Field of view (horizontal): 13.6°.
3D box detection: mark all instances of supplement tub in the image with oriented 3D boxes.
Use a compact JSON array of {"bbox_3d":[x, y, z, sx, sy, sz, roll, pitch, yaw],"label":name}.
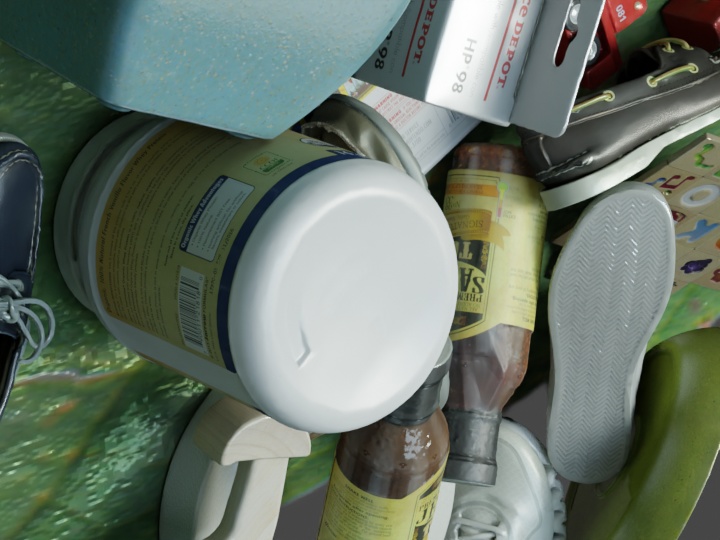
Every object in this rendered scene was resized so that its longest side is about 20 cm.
[{"bbox_3d":[-0.060,-0.006,1.601,0.144,0.200,0.145,-14,113,-36],"label":"supplement tub"}]

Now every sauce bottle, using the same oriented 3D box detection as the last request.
[{"bbox_3d":[0.015,0.111,1.696,0.064,0.065,0.201,-25,145,-32],"label":"sauce bottle"},{"bbox_3d":[0.073,0.026,1.788,0.066,0.066,0.201,13,80,-42],"label":"sauce bottle"}]

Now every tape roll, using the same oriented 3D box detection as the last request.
[{"bbox_3d":[-0.028,0.136,1.784,0.202,0.037,0.204,-14,113,-36],"label":"tape roll"}]

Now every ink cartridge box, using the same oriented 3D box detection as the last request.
[{"bbox_3d":[0.038,-0.150,1.607,0.066,0.200,0.117,13,96,-40],"label":"ink cartridge box"}]

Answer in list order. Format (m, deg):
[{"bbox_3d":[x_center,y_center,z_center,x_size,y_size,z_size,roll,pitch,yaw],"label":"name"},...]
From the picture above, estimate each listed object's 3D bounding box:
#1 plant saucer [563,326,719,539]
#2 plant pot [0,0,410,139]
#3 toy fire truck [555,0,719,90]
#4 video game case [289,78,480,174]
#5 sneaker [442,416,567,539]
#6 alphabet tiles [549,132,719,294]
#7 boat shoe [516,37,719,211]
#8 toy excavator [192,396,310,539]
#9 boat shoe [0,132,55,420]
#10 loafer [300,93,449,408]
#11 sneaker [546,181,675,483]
[{"bbox_3d":[0.170,0.120,1.863,0.031,0.200,0.201,26,86,-10],"label":"plant saucer"},{"bbox_3d":[-0.085,-0.182,1.538,0.195,0.196,0.201,11,103,-42],"label":"plant pot"},{"bbox_3d":[0.159,-0.185,1.828,0.141,0.049,0.201,-37,125,-25],"label":"toy fire truck"},{"bbox_3d":[0.001,-0.128,1.733,0.200,0.023,0.183,-43,127,-20],"label":"video game case"},{"bbox_3d":[0.076,0.190,1.853,0.081,0.075,0.201,-14,113,-54],"label":"sneaker"},{"bbox_3d":[0.218,-0.034,1.858,0.166,0.200,0.006,14,53,-42],"label":"alphabet tiles"},{"bbox_3d":[0.176,-0.104,1.792,0.201,0.072,0.061,-31,97,-33],"label":"boat shoe"},{"bbox_3d":[-0.105,0.186,1.678,0.199,0.100,0.195,-29,123,-22],"label":"toy excavator"},{"bbox_3d":[-0.204,0.028,1.584,0.075,0.062,0.201,22,89,-40],"label":"boat shoe"},{"bbox_3d":[0.000,0.000,1.702,0.069,0.075,0.201,-24,110,-32],"label":"loafer"},{"bbox_3d":[0.147,0.015,1.835,0.073,0.116,0.201,10,120,0],"label":"sneaker"}]
